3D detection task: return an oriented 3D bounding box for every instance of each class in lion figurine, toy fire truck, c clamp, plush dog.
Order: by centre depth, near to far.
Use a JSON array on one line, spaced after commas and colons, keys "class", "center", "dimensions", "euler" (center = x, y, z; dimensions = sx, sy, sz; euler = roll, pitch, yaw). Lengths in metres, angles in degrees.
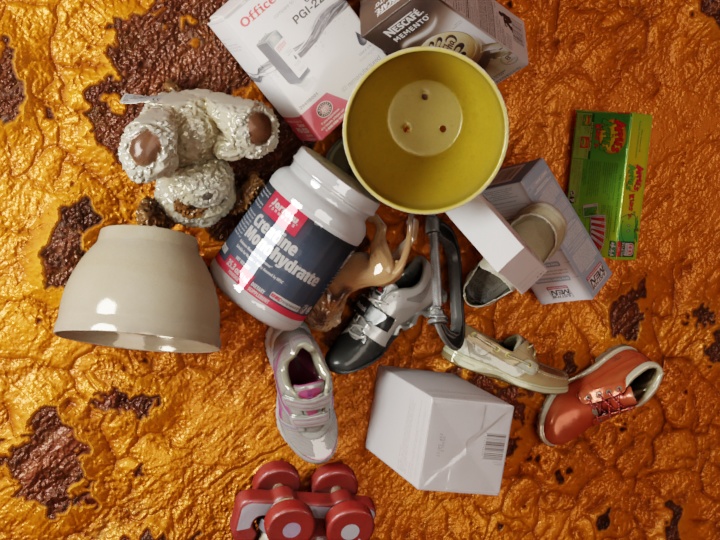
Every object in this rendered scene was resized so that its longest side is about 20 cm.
[{"class": "plush dog", "center": [-0.208, -0.132, 1.499], "dimensions": [0.199, 0.160, 0.173], "euler": [-14, 122, -22]}, {"class": "lion figurine", "center": [0.000, 0.000, 1.572], "dimensions": [0.072, 0.199, 0.123], "euler": [24, 57, -34]}, {"class": "c clamp", "center": [0.105, 0.005, 1.615], "dimensions": [0.027, 0.171, 0.202], "euler": [-8, 80, 19]}, {"class": "toy fire truck", "center": [-0.078, 0.355, 1.628], "dimensions": [0.199, 0.112, 0.169], "euler": [5, 114, -20]}]

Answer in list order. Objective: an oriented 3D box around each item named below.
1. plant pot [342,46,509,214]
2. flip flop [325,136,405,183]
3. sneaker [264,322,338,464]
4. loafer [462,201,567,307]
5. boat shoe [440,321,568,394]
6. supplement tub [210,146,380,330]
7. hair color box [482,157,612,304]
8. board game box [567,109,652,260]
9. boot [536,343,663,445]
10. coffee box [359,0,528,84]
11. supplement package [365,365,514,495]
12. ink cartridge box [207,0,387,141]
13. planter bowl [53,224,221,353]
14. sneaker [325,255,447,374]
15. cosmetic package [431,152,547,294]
[{"class": "plant pot", "center": [0.081, -0.183, 1.519], "dimensions": [0.198, 0.142, 0.202], "euler": [1, 105, 2]}, {"class": "flip flop", "center": [0.045, -0.138, 1.618], "dimensions": [0.199, 0.058, 0.082], "euler": [3, 101, -23]}, {"class": "sneaker", "center": [-0.075, 0.166, 1.600], "dimensions": [0.081, 0.088, 0.201], "euler": [-18, 103, -11]}, {"class": "loafer", "center": [0.204, -0.011, 1.631], "dimensions": [0.076, 0.200, 0.068], "euler": [37, 41, 0]}, {"class": "boat shoe", "center": [0.213, 0.122, 1.711], "dimensions": [0.199, 0.074, 0.067], "euler": [17, 97, -22]}, {"class": "supplement tub", "center": [-0.082, -0.039, 1.525], "dimensions": [0.140, 0.140, 0.200], "euler": [33, 99, -21]}, {"class": "hair color box", "center": [0.251, -0.051, 1.679], "dimensions": [0.061, 0.099, 0.201], "euler": [-45, 111, -32]}, {"class": "board game box", "center": [0.344, -0.121, 1.704], "dimensions": [0.047, 0.101, 0.202], "euler": [0, 98, -40]}, {"class": "boot", "center": [0.344, 0.186, 1.752], "dimensions": [0.200, 0.107, 0.075], "euler": [-40, 110, -9]}, {"class": "coffee box", "center": [0.106, -0.308, 1.551], "dimensions": [0.199, 0.113, 0.080], "euler": [25, 50, -37]}, {"class": "supplement package", "center": [0.100, 0.208, 1.613], "dimensions": [0.119, 0.200, 0.122], "euler": [7, 96, -20]}, {"class": "ink cartridge box", "center": [-0.073, -0.285, 1.541], "dimensions": [0.146, 0.085, 0.200], "euler": [-43, 108, -10]}, {"class": "planter bowl", "center": [-0.262, 0.021, 1.467], "dimensions": [0.199, 0.200, 0.136], "euler": [7, 80, -21]}, {"class": "sneaker", "center": [0.022, 0.053, 1.621], "dimensions": [0.200, 0.074, 0.089], "euler": [-40, 133, -19]}, {"class": "cosmetic package", "center": [0.155, -0.063, 1.574], "dimensions": [0.051, 0.200, 0.082], "euler": [-44, 143, 10]}]
